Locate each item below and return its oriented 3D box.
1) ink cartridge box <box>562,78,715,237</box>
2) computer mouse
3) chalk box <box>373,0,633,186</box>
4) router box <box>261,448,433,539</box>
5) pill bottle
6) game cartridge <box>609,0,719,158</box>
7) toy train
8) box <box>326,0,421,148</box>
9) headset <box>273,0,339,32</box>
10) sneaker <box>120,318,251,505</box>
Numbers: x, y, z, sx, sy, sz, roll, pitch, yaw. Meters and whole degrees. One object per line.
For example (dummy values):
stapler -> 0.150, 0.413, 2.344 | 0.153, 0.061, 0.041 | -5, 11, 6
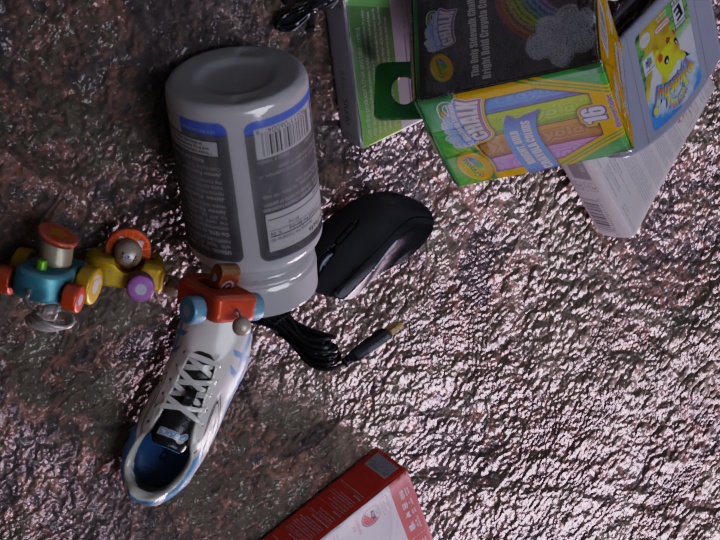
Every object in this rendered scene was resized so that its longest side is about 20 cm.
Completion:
ink cartridge box -> 0.267, -0.157, 1.781 | 0.200, 0.050, 0.161 | -61, 139, -22
computer mouse -> 0.000, 0.000, 1.551 | 0.200, 0.140, 0.046 | -34, 141, -23
chalk box -> 0.111, -0.158, 1.486 | 0.200, 0.125, 0.124 | -10, 145, 16
router box -> -0.010, 0.302, 1.784 | 0.179, 0.049, 0.200 | -37, 133, -19
pill bottle -> -0.090, -0.069, 1.456 | 0.114, 0.114, 0.200 | -25, 128, -29
game cartridge -> 0.279, -0.201, 1.720 | 0.200, 0.040, 0.133 | -46, 136, -33
toy train -> -0.178, 0.003, 1.398 | 0.200, 0.150, 0.056 | 0, 109, -37
box -> 0.062, -0.208, 1.566 | 0.200, 0.036, 0.144 | -28, 129, -29
headset -> -0.062, -0.247, 1.387 | 0.094, 0.124, 0.200 | -32, 155, 10
sneaker -> -0.145, 0.110, 1.531 | 0.072, 0.072, 0.200 | 22, 102, -8
